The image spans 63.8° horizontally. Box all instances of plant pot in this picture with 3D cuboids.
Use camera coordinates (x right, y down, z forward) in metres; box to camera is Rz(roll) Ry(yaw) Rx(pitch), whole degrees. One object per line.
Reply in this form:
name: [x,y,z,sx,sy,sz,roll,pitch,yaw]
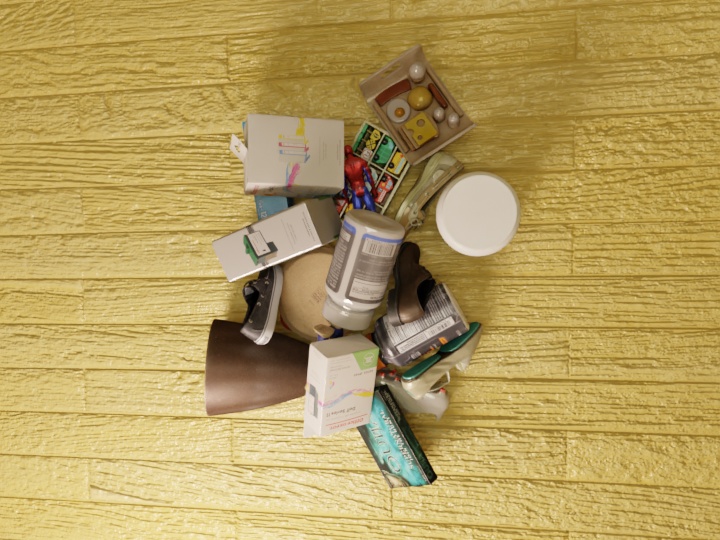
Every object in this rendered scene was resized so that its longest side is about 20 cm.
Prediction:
plant pot: [-0.193,0.193,1.142,0.198,0.187,0.189,3,93,-6]

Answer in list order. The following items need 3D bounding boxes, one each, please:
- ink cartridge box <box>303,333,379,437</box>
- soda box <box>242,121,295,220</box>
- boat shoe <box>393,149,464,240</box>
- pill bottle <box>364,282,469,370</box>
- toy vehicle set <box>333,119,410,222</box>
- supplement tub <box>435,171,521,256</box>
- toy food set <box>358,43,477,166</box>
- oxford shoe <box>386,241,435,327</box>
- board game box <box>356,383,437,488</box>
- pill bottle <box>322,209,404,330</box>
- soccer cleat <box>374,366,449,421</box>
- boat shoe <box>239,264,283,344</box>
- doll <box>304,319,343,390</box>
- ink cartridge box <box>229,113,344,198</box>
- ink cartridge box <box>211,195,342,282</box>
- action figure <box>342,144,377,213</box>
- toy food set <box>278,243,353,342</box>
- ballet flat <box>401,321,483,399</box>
ink cartridge box: [-0.038,0.229,1.072,0.067,0.116,0.202,30,119,50]
soda box: [-0.181,-0.200,1.165,0.067,0.064,0.202,-9,92,9]
boat shoe: [0.124,-0.133,1.116,0.063,0.073,0.202,32,90,11]
pill bottle: [0.100,0.115,1.114,0.199,0.106,0.107,-30,88,10]
toy vehicle set: [0.014,-0.180,1.153,0.124,0.027,0.201,30,97,7]
supplement tub: [0.209,-0.099,1.037,0.143,0.200,0.146,1,93,9]
toy food set: [0.107,-0.312,1.095,0.143,0.060,0.201,-33,77,3]
oxford shoe: [0.104,0.019,1.079,0.084,0.201,0.073,-14,133,22]
board game box: [0.054,0.328,1.131,0.135,0.028,0.201,-33,85,51]
pill bottle: [0.000,0.000,1.060,0.113,0.114,0.201,21,110,8]
soccer cleat: [0.077,0.241,1.146,0.198,0.069,0.078,16,103,7]
boat shoe: [-0.199,0.052,1.122,0.066,0.201,0.070,28,132,-26]
doll: [-0.057,0.195,1.123,0.048,0.136,0.202,13,118,34]
ink cartridge box: [-0.139,-0.206,1.068,0.198,0.128,0.126,0,87,-14]
ink cartridge box: [-0.147,-0.060,1.061,0.199,0.146,0.085,-21,95,19]
action figure: [0.000,-0.143,1.117,0.065,0.052,0.202,-15,97,5]
toy food set: [-0.081,0.049,1.170,0.199,0.049,0.199,30,97,6]
ballet flat: [0.166,0.176,1.108,0.199,0.069,0.070,-33,87,-15]
